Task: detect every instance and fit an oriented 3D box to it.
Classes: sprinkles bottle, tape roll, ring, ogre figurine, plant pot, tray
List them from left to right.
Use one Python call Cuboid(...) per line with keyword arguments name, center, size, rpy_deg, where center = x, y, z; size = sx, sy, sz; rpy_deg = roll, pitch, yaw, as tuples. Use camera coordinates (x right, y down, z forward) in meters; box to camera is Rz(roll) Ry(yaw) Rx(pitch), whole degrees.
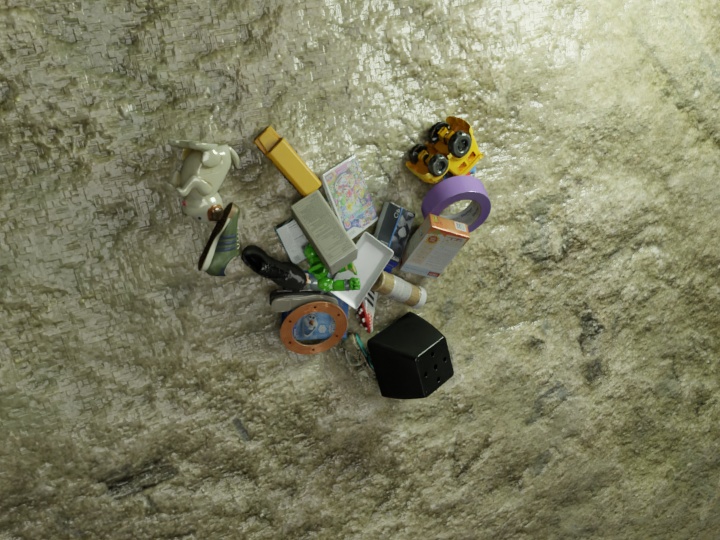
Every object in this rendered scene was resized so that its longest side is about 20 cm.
Cuboid(name="ring", center=(-0.134, 0.163, 1.692), size=(0.196, 0.019, 0.204), rpy_deg=(-10, 130, -12))
Cuboid(name="ogre figurine", center=(-0.087, -0.026, 1.640), size=(0.118, 0.098, 0.203), rpy_deg=(-23, 106, 4))
Cuboid(name="tray", center=(0.000, 0.000, 1.697), size=(0.106, 0.022, 0.202), rpy_deg=(34, 97, -5))
Cuboid(name="sprinkles bottle", center=(0.113, 0.056, 1.766), size=(0.198, 0.068, 0.069), rpy_deg=(23, 96, -40))
Cuboid(name="plant pot", center=(0.165, 0.271, 1.780), size=(0.198, 0.176, 0.204), rpy_deg=(-29, 115, -32))
Cuboid(name="tape roll", center=(0.279, -0.182, 1.731), size=(0.195, 0.067, 0.202), rpy_deg=(-11, 145, -8))

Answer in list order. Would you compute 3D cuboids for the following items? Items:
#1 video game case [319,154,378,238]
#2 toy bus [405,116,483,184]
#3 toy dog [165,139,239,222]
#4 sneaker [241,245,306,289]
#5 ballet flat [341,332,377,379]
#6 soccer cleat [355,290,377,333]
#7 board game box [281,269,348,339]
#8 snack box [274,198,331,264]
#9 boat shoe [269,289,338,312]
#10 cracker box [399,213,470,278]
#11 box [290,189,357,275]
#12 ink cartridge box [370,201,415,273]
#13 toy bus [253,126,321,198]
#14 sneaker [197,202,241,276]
Cuboid(name="video game case", center=(-0.029, -0.204, 1.667), size=(0.143, 0.018, 0.203), rpy_deg=(-38, 117, -36))
Cuboid(name="toy bus", center=(0.257, -0.312, 1.724), size=(0.200, 0.136, 0.192), rpy_deg=(-45, 130, -1))
Cuboid(name="toy dog", center=(-0.404, -0.225, 1.511), size=(0.192, 0.137, 0.205), rpy_deg=(-11, 111, -55))
Cuboid(name="sneaker", center=(-0.240, 0.000, 1.614), size=(0.196, 0.091, 0.077), rpy_deg=(23, 97, -4))
Cuboid(name="ballet flat", center=(0.004, 0.277, 1.820), size=(0.074, 0.068, 0.201), rpy_deg=(-30, 117, 12))
Cuboid(name="soccer cleat", center=(0.024, 0.089, 1.772), size=(0.084, 0.068, 0.205), rpy_deg=(-17, 106, -19))
Cuboid(name="board game box", center=(-0.130, 0.100, 1.731), size=(0.194, 0.043, 0.205), rpy_deg=(-1, 104, -20))
Cuboid(name="snack box", center=(-0.132, -0.116, 1.675), size=(0.197, 0.037, 0.118), rpy_deg=(-29, 114, -10))
Cuboid(name="boat shoe", center=(-0.160, 0.078, 1.664), size=(0.195, 0.057, 0.068), rpy_deg=(1, 128, -22))
Cuboid(name="cracker box", center=(0.213, -0.068, 1.745), size=(0.131, 0.059, 0.201), rpy_deg=(13, 136, -22))
Cuboid(name="box", center=(-0.096, -0.101, 1.577), size=(0.094, 0.078, 0.202), rpy_deg=(-30, 75, -10))
Cuboid(name="ink cartridge box", center=(0.086, -0.091, 1.741), size=(0.098, 0.039, 0.204), rpy_deg=(20, 87, -24))
Cuboid(name="toy bus", center=(-0.195, -0.289, 1.583), size=(0.065, 0.078, 0.200), rpy_deg=(-44, 114, -3))
Cuboid(name="sneaker", center=(-0.357, -0.076, 1.595), size=(0.089, 0.067, 0.203), rpy_deg=(25, 95, -31))
